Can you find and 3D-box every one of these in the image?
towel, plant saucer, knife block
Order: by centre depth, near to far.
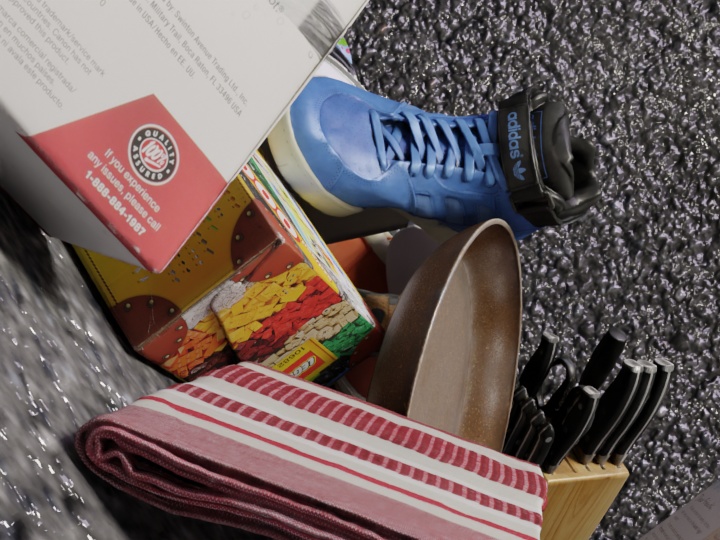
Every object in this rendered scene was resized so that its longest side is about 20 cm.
[{"bbox_3d":[-0.004,0.071,0.530,0.143,0.023,0.200,20,5,8],"label":"towel"},{"bbox_3d":[0.040,0.071,0.754,0.032,0.202,0.200,12,-12,20],"label":"plant saucer"},{"bbox_3d":[0.121,0.125,0.915,0.064,0.175,0.200,57,-1,39],"label":"knife block"}]

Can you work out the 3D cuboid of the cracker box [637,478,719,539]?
[{"bbox_3d":[0.153,0.178,0.748,0.058,0.199,0.134,52,4,1],"label":"cracker box"}]

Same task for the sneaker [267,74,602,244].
[{"bbox_3d":[0.049,-0.064,0.770,0.199,0.110,0.078,24,57,-47],"label":"sneaker"}]

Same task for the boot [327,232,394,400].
[{"bbox_3d":[0.006,0.030,1.011,0.075,0.107,0.200,53,1,31],"label":"boot"}]

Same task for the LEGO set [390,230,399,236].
[{"bbox_3d":[-0.029,-0.050,1.185,0.154,0.115,0.200,54,3,4],"label":"LEGO set"}]

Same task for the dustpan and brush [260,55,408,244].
[{"bbox_3d":[-0.060,-0.102,0.822,0.058,0.138,0.201,-84,157,-45],"label":"dustpan and brush"}]

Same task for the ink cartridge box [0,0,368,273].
[{"bbox_3d":[-0.078,-0.126,0.548,0.082,0.201,0.147,15,-28,47],"label":"ink cartridge box"}]

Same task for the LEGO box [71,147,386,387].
[{"bbox_3d":[-0.087,-0.041,0.687,0.201,0.077,0.149,55,4,24],"label":"LEGO box"}]

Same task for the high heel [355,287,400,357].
[{"bbox_3d":[0.000,0.000,0.855,0.201,0.142,0.071,58,-24,-17],"label":"high heel"}]

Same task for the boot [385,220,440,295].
[{"bbox_3d":[0.066,0.055,0.968,0.072,0.090,0.202,16,-64,35],"label":"boot"}]

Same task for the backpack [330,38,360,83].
[{"bbox_3d":[-0.086,-0.124,0.974,0.161,0.156,0.200,13,-11,-9],"label":"backpack"}]
